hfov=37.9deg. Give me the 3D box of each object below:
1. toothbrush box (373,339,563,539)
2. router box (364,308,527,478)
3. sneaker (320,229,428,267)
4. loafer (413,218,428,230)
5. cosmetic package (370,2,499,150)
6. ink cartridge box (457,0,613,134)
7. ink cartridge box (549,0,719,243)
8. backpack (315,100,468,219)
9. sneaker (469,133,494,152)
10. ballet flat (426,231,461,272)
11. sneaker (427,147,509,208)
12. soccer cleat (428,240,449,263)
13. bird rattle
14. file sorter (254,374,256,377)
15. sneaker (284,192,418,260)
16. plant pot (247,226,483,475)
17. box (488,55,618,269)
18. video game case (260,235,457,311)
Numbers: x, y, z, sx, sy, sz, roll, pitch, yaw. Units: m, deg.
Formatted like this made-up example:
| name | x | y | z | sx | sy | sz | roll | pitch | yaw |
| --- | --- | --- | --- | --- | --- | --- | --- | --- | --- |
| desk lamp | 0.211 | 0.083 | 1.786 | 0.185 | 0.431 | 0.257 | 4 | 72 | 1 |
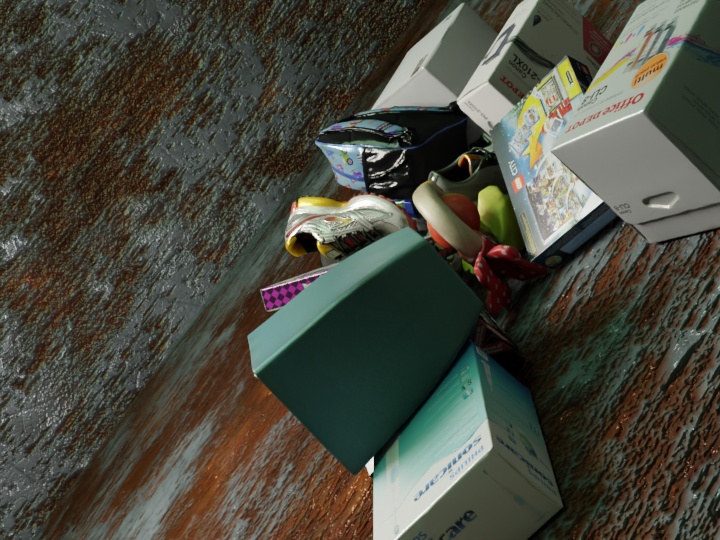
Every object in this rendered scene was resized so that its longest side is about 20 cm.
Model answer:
| name | x | y | z | sx | sy | sz | roll | pitch | yaw |
| --- | --- | --- | --- | --- | --- | --- | --- | --- | --- |
| toothbrush box | 0.087 | 0.176 | 0.930 | 0.147 | 0.085 | 0.200 | -47 | 13 | 15 |
| router box | 0.064 | 0.113 | 1.116 | 0.200 | 0.062 | 0.150 | -50 | 34 | 9 |
| sneaker | 0.032 | -0.041 | 1.482 | 0.198 | 0.107 | 0.075 | -9 | 42 | 13 |
| loafer | 0.118 | -0.080 | 1.580 | 0.201 | 0.067 | 0.071 | -126 | 44 | -71 |
| cosmetic package | 0.155 | -0.262 | 1.618 | 0.165 | 0.200 | 0.165 | -33 | 22 | 53 |
| ink cartridge box | 0.246 | -0.268 | 1.449 | 0.201 | 0.144 | 0.084 | -57 | 15 | -24 |
| ink cartridge box | 0.301 | -0.151 | 0.954 | 0.201 | 0.144 | 0.145 | -57 | 15 | -21 |
| backpack | 0.042 | -0.162 | 1.514 | 0.199 | 0.136 | 0.182 | 6 | 26 | 33 |
| sneaker | 0.171 | -0.116 | 1.445 | 0.074 | 0.080 | 0.201 | -40 | 19 | 32 |
| ballet flat | 0.103 | 0.008 | 1.415 | 0.062 | 0.067 | 0.201 | 8 | 62 | 45 |
| sneaker | 0.170 | -0.125 | 1.347 | 0.199 | 0.080 | 0.074 | -26 | 37 | -22 |
| soccer cleat | 0.071 | 0.019 | 1.246 | 0.086 | 0.070 | 0.200 | -29 | -21 | 6 |
| bird rattle | 0.123 | -0.035 | 1.223 | 0.113 | 0.163 | 0.200 | -49 | 9 | 22 |
| file sorter | -0.037 | 0.124 | 1.400 | 0.139 | 0.124 | 0.200 | -55 | 13 | -11 |
| sneaker | -0.013 | -0.048 | 1.392 | 0.199 | 0.078 | 0.083 | -1 | 56 | 34 |
| plant pot | 0.013 | 0.063 | 1.021 | 0.200 | 0.141 | 0.141 | -42 | 13 | 1 |
| box | 0.223 | -0.122 | 1.170 | 0.137 | 0.037 | 0.201 | -44 | 43 | 37 |
| video game case | 0.000 | 0.000 | 1.348 | 0.199 | 0.036 | 0.181 | -15 | 3 | 42 |
